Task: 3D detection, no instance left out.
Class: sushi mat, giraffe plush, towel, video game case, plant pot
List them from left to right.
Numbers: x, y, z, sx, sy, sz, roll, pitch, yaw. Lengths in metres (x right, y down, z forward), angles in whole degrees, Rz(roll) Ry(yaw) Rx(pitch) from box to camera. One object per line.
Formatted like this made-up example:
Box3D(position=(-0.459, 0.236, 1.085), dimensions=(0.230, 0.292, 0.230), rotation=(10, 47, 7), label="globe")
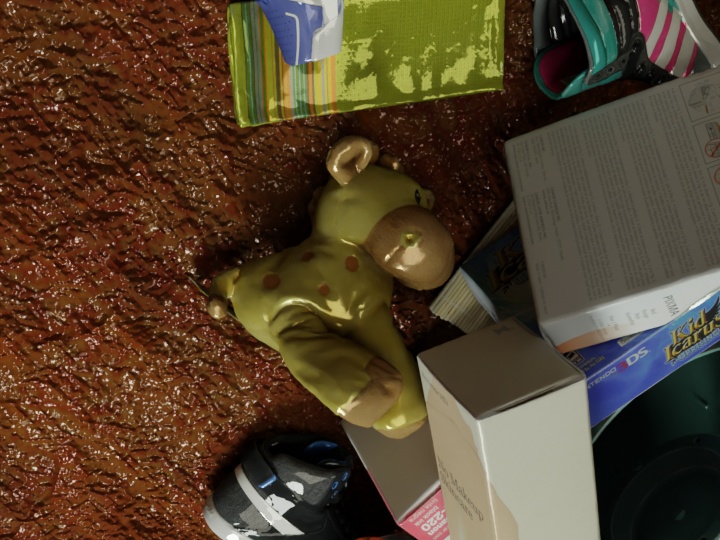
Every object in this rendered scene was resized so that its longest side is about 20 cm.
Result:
Box3D(position=(0.000, 0.000, 0.697), dimensions=(0.200, 0.173, 0.162), rotation=(36, 91, 4), label="giraffe plush")
Box3D(position=(0.008, -0.152, 0.676), dimensions=(0.200, 0.018, 0.086), rotation=(-10, 121, -14), label="towel")
Box3D(position=(0.148, -0.024, 0.796), dimensions=(0.096, 0.012, 0.200), rotation=(30, 104, -29), label="sushi mat")
Box3D(position=(0.212, 0.091, 0.784), dimensions=(0.200, 0.161, 0.201), rotation=(-13, 128, -17), label="plant pot")
Box3D(position=(0.195, -0.004, 0.708), dimensions=(0.200, 0.181, 0.045), rotation=(-34, 122, 0), label="video game case")
Box3D(position=(0.249, 0.198, 0.666), dimensions=(0.134, 0.200, 0.200), rotation=(43, 98, -15), label="plant pot")

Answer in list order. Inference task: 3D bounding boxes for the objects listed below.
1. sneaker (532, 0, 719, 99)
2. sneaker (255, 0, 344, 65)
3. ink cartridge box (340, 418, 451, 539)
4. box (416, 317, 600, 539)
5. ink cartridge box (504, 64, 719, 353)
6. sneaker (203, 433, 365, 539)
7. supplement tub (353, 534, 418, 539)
Box3D(position=(0.190, -0.151, 0.699), dimensions=(0.121, 0.084, 0.200), rotation=(-38, 115, -3), label="sneaker")
Box3D(position=(-0.082, -0.220, 0.580), dimensions=(0.115, 0.081, 0.200), rotation=(-15, 114, -7), label="sneaker")
Box3D(position=(0.093, 0.184, 0.810), dimensions=(0.085, 0.146, 0.200), rotation=(-46, 121, 5), label="ink cartridge box")
Box3D(position=(0.104, 0.144, 0.656), dimensions=(0.078, 0.095, 0.200), rotation=(-20, 117, -14), label="box")
Box3D(position=(0.204, -0.048, 0.643), dimensions=(0.200, 0.162, 0.050), rotation=(-16, 144, 18), label="ink cartridge box")
Box3D(position=(-0.022, 0.207, 0.826), dimensions=(0.200, 0.073, 0.112), rotation=(31, 105, -29), label="sneaker")
Box3D(position=(0.053, 0.290, 0.798), dimensions=(0.123, 0.123, 0.200), rotation=(-44, 137, 7), label="supplement tub")
